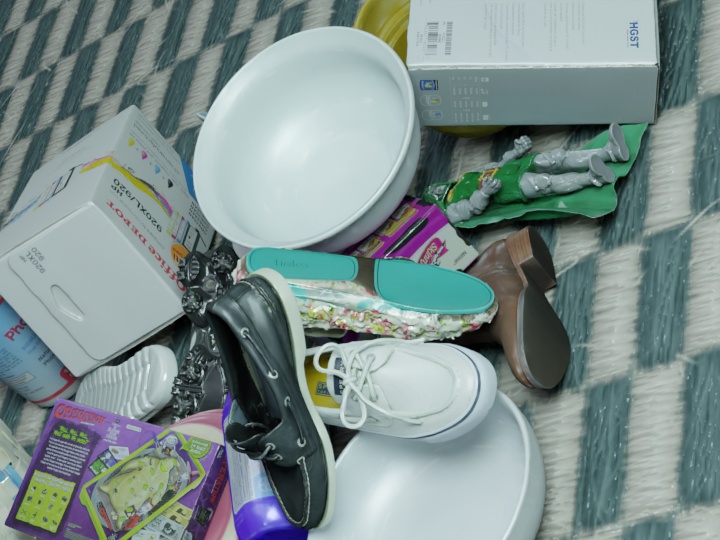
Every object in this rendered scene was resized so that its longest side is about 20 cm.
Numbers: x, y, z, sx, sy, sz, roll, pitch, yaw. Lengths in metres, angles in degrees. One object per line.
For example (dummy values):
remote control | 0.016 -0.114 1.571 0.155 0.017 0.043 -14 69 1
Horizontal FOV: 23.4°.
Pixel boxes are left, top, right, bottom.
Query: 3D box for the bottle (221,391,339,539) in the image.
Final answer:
bottle | -0.067 0.123 1.374 0.065 0.083 0.200 125 143 -50

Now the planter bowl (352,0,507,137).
planter bowl | 0.095 -0.177 1.508 0.200 0.084 0.201 -3 54 4

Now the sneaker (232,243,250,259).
sneaker | -0.065 -0.072 1.598 0.085 0.073 0.200 -50 19 23

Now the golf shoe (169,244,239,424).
golf shoe | -0.120 0.081 1.552 0.078 0.094 0.201 0 78 13

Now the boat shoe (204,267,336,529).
boat shoe | -0.069 0.102 1.250 0.066 0.200 0.074 -22 24 -36

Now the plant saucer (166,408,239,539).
plant saucer | -0.140 0.205 1.428 0.200 0.051 0.201 -18 57 30

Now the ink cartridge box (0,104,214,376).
ink cartridge box | -0.245 -0.030 1.677 0.144 0.147 0.200 -31 24 22

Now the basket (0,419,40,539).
basket | -0.367 0.247 1.577 0.200 0.177 0.139 -38 19 -7

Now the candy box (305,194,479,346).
candy box | 0.000 0.000 1.440 0.136 0.061 0.200 -44 19 -7

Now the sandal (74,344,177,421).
sandal | -0.212 0.125 1.620 0.203 0.050 0.083 -25 60 55

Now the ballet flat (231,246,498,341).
ballet flat | 0.002 0.025 1.305 0.199 0.064 0.076 10 39 2

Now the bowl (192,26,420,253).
bowl | -0.028 -0.089 1.398 0.201 0.090 0.202 -14 60 25

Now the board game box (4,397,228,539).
board game box | -0.201 0.181 1.434 0.200 0.032 0.120 11 78 39

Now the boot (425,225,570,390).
boot | 0.062 0.068 1.358 0.200 0.064 0.187 -29 26 21

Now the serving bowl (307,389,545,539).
serving bowl | 0.057 0.180 1.257 0.200 0.066 0.200 -29 39 27

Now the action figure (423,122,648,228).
action figure | 0.128 -0.072 1.418 0.200 0.055 0.118 -13 29 44

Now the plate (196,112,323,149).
plate | -0.052 -0.110 1.561 0.200 0.200 0.026 21 102 54

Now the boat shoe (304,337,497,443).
boat shoe | 0.001 0.080 1.264 0.202 0.086 0.075 2 80 46

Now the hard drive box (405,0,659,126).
hard drive box | 0.141 -0.200 1.421 0.199 0.077 0.156 0 55 7

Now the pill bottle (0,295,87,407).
pill bottle | -0.358 0.043 1.724 0.109 0.200 0.109 -28 40 27
